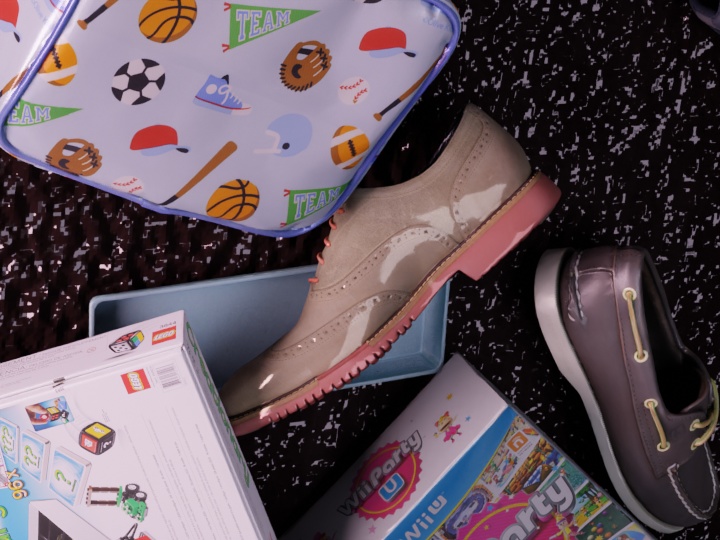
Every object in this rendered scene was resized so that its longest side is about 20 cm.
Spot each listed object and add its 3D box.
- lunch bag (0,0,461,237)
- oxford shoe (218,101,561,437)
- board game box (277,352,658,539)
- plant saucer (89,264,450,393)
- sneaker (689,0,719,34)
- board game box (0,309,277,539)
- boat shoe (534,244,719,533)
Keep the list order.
[{"bbox_3d":[-0.059,-0.103,0.943,0.199,0.076,0.161,13,123,-37],"label":"lunch bag"},{"bbox_3d":[0.000,0.000,1.045,0.200,0.070,0.075,-40,97,-8],"label":"oxford shoe"},{"bbox_3d":[0.070,0.160,1.153,0.148,0.064,0.200,-46,126,2],"label":"board game box"},{"bbox_3d":[-0.045,0.030,1.068,0.199,0.019,0.070,-8,114,-28],"label":"plant saucer"},{"bbox_3d":[0.215,-0.136,1.130,0.081,0.074,0.201,-28,115,-11],"label":"sneaker"},{"bbox_3d":[-0.111,0.123,1.026,0.125,0.035,0.201,-15,121,5],"label":"board game box"},{"bbox_3d":[0.158,0.067,1.164,0.202,0.060,0.072,59,36,-34],"label":"boat shoe"}]
